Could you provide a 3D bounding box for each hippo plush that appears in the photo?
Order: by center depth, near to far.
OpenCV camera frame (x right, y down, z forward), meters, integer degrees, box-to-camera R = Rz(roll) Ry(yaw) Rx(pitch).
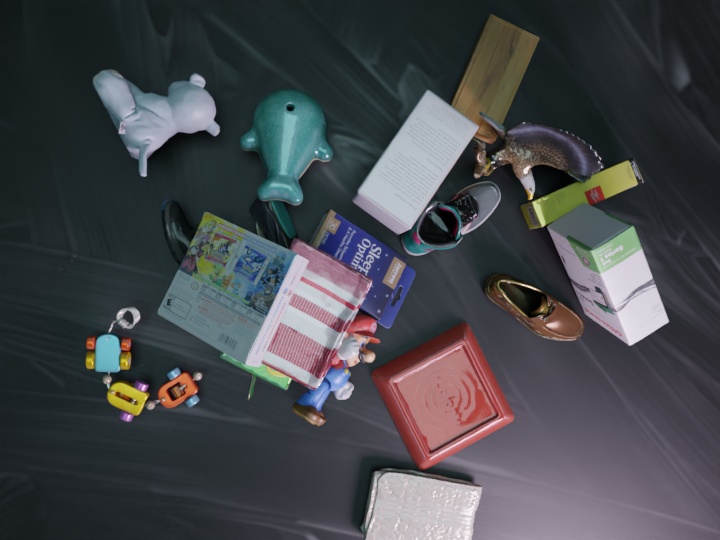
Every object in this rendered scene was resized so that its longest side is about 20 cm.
[{"bbox_3d":[-0.324,-0.270,1.122,0.160,0.200,0.160,-28,113,-12],"label":"hippo plush"}]

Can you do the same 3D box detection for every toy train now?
[{"bbox_3d":[-0.368,0.165,1.174,0.150,0.056,0.201,-37,95,-5],"label":"toy train"}]

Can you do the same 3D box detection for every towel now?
[{"bbox_3d":[-0.086,0.069,1.089,0.143,0.023,0.201,27,87,-4],"label":"towel"},{"bbox_3d":[0.106,0.424,1.216,0.198,0.034,0.134,12,90,-5],"label":"towel"}]

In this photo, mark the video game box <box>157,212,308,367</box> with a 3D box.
[{"bbox_3d":[-0.202,0.026,1.083,0.199,0.047,0.183,24,89,28],"label":"video game box"}]

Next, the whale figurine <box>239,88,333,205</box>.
[{"bbox_3d":[-0.122,-0.210,1.149,0.158,0.104,0.202,9,67,-4],"label":"whale figurine"}]

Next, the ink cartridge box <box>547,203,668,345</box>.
[{"bbox_3d":[0.412,0.005,1.158,0.084,0.146,0.201,-31,113,-2],"label":"ink cartridge box"}]

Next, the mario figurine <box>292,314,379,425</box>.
[{"bbox_3d":[-0.025,0.168,1.156,0.106,0.123,0.201,33,83,-21],"label":"mario figurine"}]

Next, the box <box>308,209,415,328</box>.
[{"bbox_3d":[0.000,0.000,1.181,0.199,0.032,0.122,32,73,-18],"label":"box"}]

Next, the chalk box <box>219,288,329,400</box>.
[{"bbox_3d":[-0.151,0.115,1.154,0.123,0.125,0.201,28,86,-4],"label":"chalk box"}]

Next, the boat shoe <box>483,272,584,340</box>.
[{"bbox_3d":[0.310,0.070,1.218,0.199,0.068,0.072,25,86,-5],"label":"boat shoe"}]

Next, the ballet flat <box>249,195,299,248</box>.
[{"bbox_3d":[-0.130,-0.039,1.192,0.073,0.073,0.201,-29,98,-4],"label":"ballet flat"}]

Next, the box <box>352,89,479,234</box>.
[{"bbox_3d":[0.087,-0.174,1.162,0.106,0.152,0.201,34,88,-3],"label":"box"}]

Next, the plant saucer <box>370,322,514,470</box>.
[{"bbox_3d":[0.149,0.224,1.220,0.199,0.037,0.201,-27,92,-5],"label":"plant saucer"}]

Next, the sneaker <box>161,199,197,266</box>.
[{"bbox_3d":[-0.278,-0.030,1.179,0.081,0.073,0.201,-22,100,-13],"label":"sneaker"}]

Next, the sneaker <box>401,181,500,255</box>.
[{"bbox_3d":[0.163,-0.095,1.182,0.199,0.121,0.084,-34,92,-4],"label":"sneaker"}]

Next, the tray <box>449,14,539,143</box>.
[{"bbox_3d":[0.232,-0.340,1.233,0.098,0.037,0.201,24,87,-4],"label":"tray"}]

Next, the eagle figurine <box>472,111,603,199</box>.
[{"bbox_3d":[0.292,-0.193,1.160,0.198,0.151,0.153,-11,47,17],"label":"eagle figurine"}]

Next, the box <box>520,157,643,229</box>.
[{"bbox_3d":[0.389,-0.135,1.224,0.199,0.075,0.050,-23,91,-5],"label":"box"}]
